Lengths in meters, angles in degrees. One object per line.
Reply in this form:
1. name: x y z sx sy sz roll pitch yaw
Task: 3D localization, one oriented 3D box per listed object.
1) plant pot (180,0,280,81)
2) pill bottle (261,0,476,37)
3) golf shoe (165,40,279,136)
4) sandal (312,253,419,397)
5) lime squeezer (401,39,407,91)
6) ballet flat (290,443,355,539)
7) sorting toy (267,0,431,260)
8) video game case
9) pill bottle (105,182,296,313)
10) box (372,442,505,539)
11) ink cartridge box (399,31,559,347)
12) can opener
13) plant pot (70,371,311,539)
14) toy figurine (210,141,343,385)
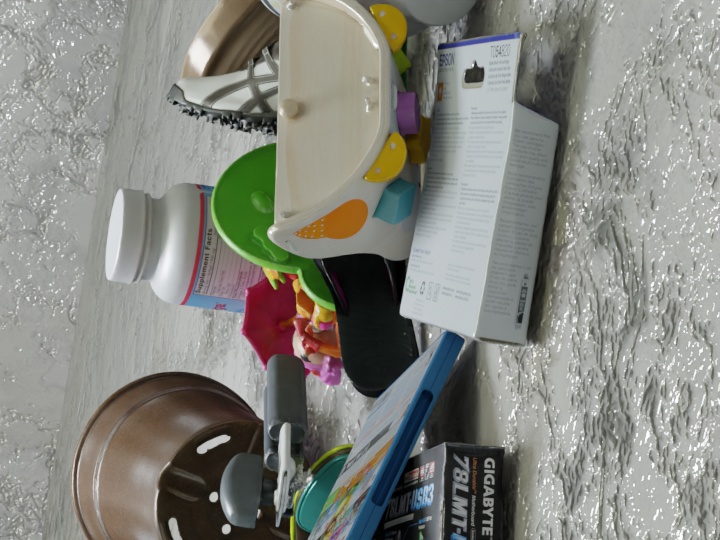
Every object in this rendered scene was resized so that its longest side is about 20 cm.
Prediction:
1. plant pot: -0.052 -0.191 1.870 0.093 0.200 0.201 46 143 17
2. pill bottle: 0.005 -0.236 1.652 0.200 0.112 0.113 19 102 55
3. golf shoe: -0.063 -0.157 1.776 0.078 0.199 0.095 7 -90 -70
4. sandal: 0.001 0.000 1.656 0.048 0.075 0.201 64 -173 -59
5. lime squeezer: 0.045 -0.223 1.734 0.071 0.038 0.201 33 119 38
6. ballet flat: -0.023 0.202 1.717 0.067 0.066 0.201 -73 -2 -57
7. sorting toy: 0.010 -0.095 1.602 0.180 0.106 0.201 44 -137 -62
8. video game case: 0.004 0.148 1.510 0.201 0.018 0.143 -63 8 -32
9. pill bottle: -0.121 -0.019 1.922 0.109 0.199 0.109 -172 90 -76
10. box: 0.045 0.226 1.455 0.200 0.049 0.200 141 135 -71
11. ink cartridge box: 0.082 -0.057 1.466 0.200 0.040 0.201 -162 80 -76
12. can opener: -0.070 0.129 1.693 0.200 0.066 0.053 -86 6 -63
13. plant pot: -0.140 0.197 1.939 0.198 0.199 0.202 -177 94 -68
14. toy figurine: -0.038 0.024 1.803 0.200 0.149 0.185 52 153 36
